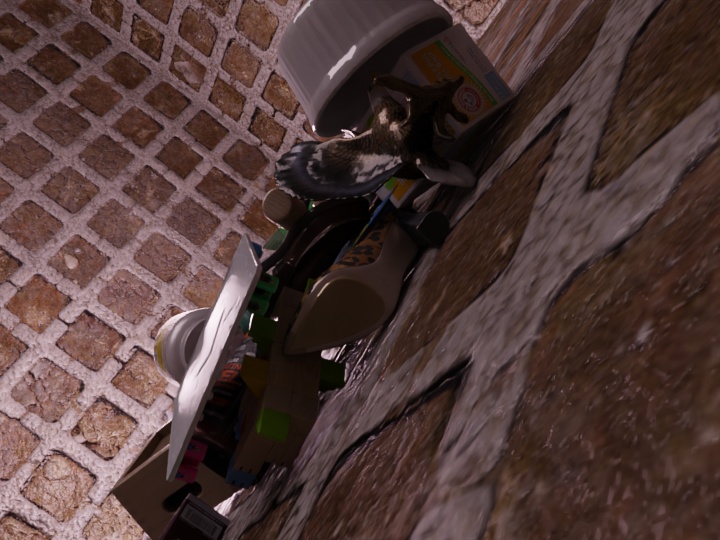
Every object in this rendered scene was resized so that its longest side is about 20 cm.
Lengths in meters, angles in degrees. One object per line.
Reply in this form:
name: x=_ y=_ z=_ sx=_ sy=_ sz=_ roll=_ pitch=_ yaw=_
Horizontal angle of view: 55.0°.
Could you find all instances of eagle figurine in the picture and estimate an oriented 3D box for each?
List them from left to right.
eagle figurine: x=0.022 y=-0.131 z=0.720 sx=0.199 sy=0.150 sz=0.154 roll=-36 pitch=34 yaw=45

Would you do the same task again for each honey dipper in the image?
honey dipper: x=-0.063 y=-0.053 z=0.827 sx=0.038 sy=0.038 sz=0.200 roll=-55 pitch=-18 yaw=0

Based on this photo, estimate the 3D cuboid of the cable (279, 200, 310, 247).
cable: x=-0.082 y=-0.064 z=0.956 sx=0.095 sy=0.205 sz=0.050 roll=-12 pitch=0 yaw=-2

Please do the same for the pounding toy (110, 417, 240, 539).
pounding toy: x=-0.233 y=0.285 z=0.980 sx=0.198 sy=0.143 sz=0.184 roll=-36 pitch=9 yaw=13

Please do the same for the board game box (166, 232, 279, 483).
board game box: x=-0.137 y=0.074 z=0.679 sx=0.204 sy=0.025 sz=0.200 roll=-66 pitch=16 yaw=5

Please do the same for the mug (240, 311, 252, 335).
mug: x=-0.137 y=0.070 z=1.043 sx=0.114 sy=0.152 sz=0.186 roll=-36 pitch=-20 yaw=-26

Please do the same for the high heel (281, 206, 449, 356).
high heel: x=-0.004 y=0.012 z=0.696 sx=0.199 sy=0.072 sz=0.142 roll=-40 pitch=9 yaw=-7

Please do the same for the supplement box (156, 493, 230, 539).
supplement box: x=-0.214 y=0.343 z=0.712 sx=0.110 sy=0.060 sz=0.201 roll=-54 pitch=4 yaw=26

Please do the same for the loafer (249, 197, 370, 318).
loafer: x=-0.055 y=-0.006 z=0.777 sx=0.199 sy=0.072 sz=0.072 roll=-42 pitch=-21 yaw=26

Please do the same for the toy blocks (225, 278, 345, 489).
toy blocks: x=-0.084 y=0.122 z=0.693 sx=0.202 sy=0.098 sz=0.138 roll=-87 pitch=20 yaw=-49

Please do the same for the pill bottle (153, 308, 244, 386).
pill bottle: x=-0.223 y=0.112 z=0.972 sx=0.114 sy=0.112 sz=0.199 roll=-56 pitch=17 yaw=-18

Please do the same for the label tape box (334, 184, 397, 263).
label tape box: x=0.000 y=0.000 z=0.845 sx=0.146 sy=0.063 sz=0.200 roll=-58 pitch=8 yaw=-21

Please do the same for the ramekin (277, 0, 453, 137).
ramekin: x=0.000 y=-0.254 z=0.787 sx=0.199 sy=0.098 sz=0.201 roll=-37 pitch=-6 yaw=-4

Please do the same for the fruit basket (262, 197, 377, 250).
fruit basket: x=-0.050 y=-0.093 z=1.106 sx=0.184 sy=0.095 sz=0.199 roll=-39 pitch=-9 yaw=18

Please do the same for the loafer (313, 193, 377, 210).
loafer: x=-0.017 y=-0.096 z=0.911 sx=0.072 sy=0.063 sz=0.200 roll=-50 pitch=6 yaw=16

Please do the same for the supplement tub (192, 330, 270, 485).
supplement tub: x=-0.114 y=0.138 z=0.812 sx=0.202 sy=0.106 sz=0.107 roll=-59 pitch=6 yaw=-34

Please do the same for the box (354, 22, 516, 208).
box: x=0.077 y=-0.175 z=0.832 sx=0.101 sy=0.113 sz=0.200 roll=-35 pitch=-7 yaw=-29

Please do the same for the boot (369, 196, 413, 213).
boot: x=0.022 y=-0.051 z=1.058 sx=0.201 sy=0.069 sz=0.174 roll=-52 pitch=-1 yaw=-2
